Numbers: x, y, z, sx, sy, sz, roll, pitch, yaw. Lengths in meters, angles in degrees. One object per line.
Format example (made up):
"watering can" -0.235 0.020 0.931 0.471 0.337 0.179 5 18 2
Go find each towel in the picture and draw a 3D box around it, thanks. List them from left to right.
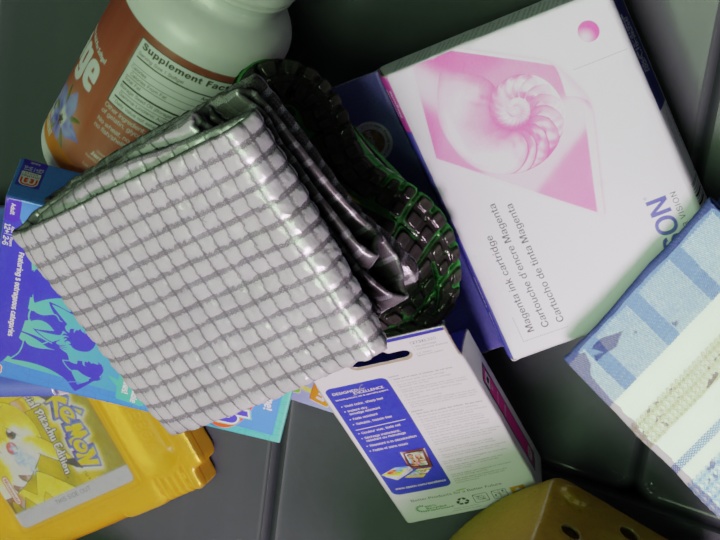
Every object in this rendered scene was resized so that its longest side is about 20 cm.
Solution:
"towel" -0.081 -0.009 1.383 0.200 0.086 0.166 -25 105 39
"towel" 0.235 0.071 1.395 0.200 0.024 0.147 44 111 10

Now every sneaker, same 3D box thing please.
"sneaker" -0.007 -0.047 1.443 0.078 0.085 0.200 -33 104 -2

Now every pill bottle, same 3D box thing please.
"pill bottle" -0.113 -0.133 1.498 0.112 0.112 0.200 39 123 8

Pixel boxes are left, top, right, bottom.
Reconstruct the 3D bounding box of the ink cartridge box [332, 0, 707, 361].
"ink cartridge box" 0.097 -0.050 1.438 0.200 0.043 0.196 -21 104 17

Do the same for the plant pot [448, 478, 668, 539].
"plant pot" 0.114 0.251 1.489 0.194 0.196 0.200 30 117 1

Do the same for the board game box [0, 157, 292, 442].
"board game box" -0.131 0.021 1.515 0.200 0.045 0.152 13 129 -1

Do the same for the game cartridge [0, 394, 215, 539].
"game cartridge" -0.215 0.103 1.701 0.200 0.032 0.176 -25 98 34

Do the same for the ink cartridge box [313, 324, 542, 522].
"ink cartridge box" 0.040 0.088 1.487 0.095 0.037 0.200 -13 142 16

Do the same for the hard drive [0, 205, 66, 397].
"hard drive" -0.292 0.024 1.683 0.200 0.025 0.132 -3 94 33

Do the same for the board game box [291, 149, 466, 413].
"board game box" 0.000 0.000 1.541 0.151 0.037 0.200 17 118 19
